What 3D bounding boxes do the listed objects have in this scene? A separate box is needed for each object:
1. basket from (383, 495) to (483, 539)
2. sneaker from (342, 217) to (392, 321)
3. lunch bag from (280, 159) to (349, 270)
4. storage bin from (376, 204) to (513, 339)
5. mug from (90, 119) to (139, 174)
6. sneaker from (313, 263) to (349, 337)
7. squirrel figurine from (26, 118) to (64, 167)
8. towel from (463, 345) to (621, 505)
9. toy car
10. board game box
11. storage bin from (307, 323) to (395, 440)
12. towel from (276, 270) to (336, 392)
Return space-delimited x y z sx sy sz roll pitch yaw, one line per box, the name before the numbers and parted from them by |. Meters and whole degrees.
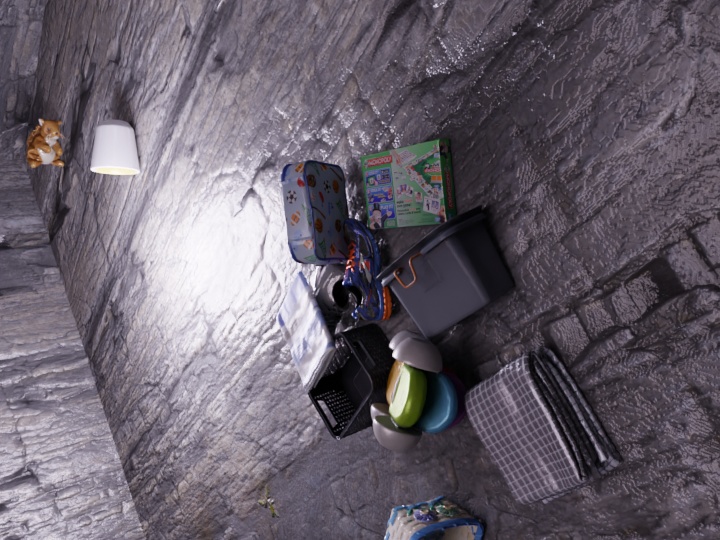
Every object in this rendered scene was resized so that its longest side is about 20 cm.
basket | 0.135 0.485 1.061 0.200 0.173 0.142 43 126 50
sneaker | 0.000 0.000 1.176 0.075 0.077 0.204 141 114 -70
lunch bag | -0.078 -0.104 1.203 0.074 0.159 0.205 -6 88 30
storage bin | 0.134 0.015 0.998 0.136 0.144 0.200 58 137 9
mug | -0.793 -0.393 2.023 0.184 0.148 0.157 0 90 43
sneaker | -0.064 0.078 1.287 0.081 0.074 0.204 30 119 44
squirrel figurine | -1.311 -0.552 2.620 0.200 0.140 0.189 45 123 31
towel | 0.255 0.236 0.930 0.166 0.084 0.203 -48 62 45
toy car | 0.105 0.205 1.046 0.200 0.147 0.179 -128 55 -88
board game box | 0.080 -0.145 1.101 0.198 0.029 0.138 0 98 51
storage bin | -0.011 0.219 1.243 0.136 0.093 0.202 53 135 28
towel | -0.114 0.124 1.275 0.148 0.023 0.202 -59 45 39
